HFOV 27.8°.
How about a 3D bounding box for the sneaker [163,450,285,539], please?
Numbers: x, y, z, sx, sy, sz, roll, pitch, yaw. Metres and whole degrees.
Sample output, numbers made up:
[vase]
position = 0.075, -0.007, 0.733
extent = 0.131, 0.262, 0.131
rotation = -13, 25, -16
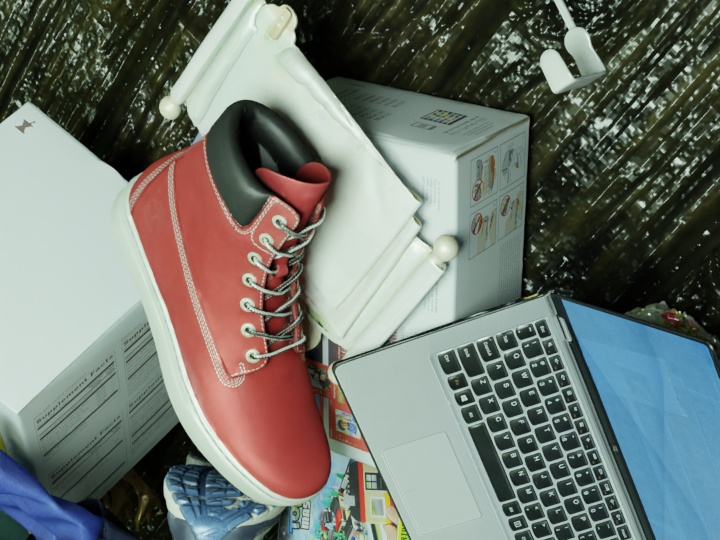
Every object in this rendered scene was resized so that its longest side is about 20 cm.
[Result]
[sneaker]
position = -0.084, 0.166, 0.908
extent = 0.076, 0.200, 0.086
rotation = 9, 87, 0

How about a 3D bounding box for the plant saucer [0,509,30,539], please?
[plant saucer]
position = -0.223, 0.172, 0.882
extent = 0.200, 0.039, 0.201
rotation = 39, 173, 6

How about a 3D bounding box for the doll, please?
[doll]
position = -0.162, 0.156, 0.840
extent = 0.200, 0.049, 0.136
rotation = 43, 153, -30

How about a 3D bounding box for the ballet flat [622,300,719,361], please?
[ballet flat]
position = 0.200, 0.097, 0.748
extent = 0.199, 0.064, 0.076
rotation = 39, 118, 14

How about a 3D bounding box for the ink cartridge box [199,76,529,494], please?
[ink cartridge box]
position = 0.000, 0.000, 0.838
extent = 0.174, 0.084, 0.202
rotation = 16, 119, 31

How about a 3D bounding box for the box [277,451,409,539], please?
[box]
position = -0.004, 0.215, 0.913
extent = 0.109, 0.035, 0.203
rotation = 1, 84, 35

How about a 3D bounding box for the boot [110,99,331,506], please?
[boot]
position = -0.046, 0.020, 0.755
extent = 0.144, 0.072, 0.202
rotation = -27, 88, 47

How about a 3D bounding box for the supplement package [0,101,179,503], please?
[supplement package]
position = -0.201, 0.038, 0.912
extent = 0.151, 0.151, 0.201
rotation = 38, 153, 16

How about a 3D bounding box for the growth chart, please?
[growth chart]
position = -0.035, -0.045, 0.778
extent = 0.145, 0.018, 0.201
rotation = -39, 83, 42

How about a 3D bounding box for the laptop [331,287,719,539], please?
[laptop]
position = 0.103, 0.120, 0.730
extent = 0.198, 0.116, 0.189
rotation = -19, 109, 15

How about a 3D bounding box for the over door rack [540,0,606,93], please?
[over door rack]
position = 0.123, -0.199, 0.661
extent = 0.147, 0.066, 0.202
rotation = -32, 70, 40

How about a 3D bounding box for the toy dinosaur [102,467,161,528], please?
[toy dinosaur]
position = -0.200, 0.139, 1.058
extent = 0.106, 0.060, 0.202
rotation = 29, 124, 23
